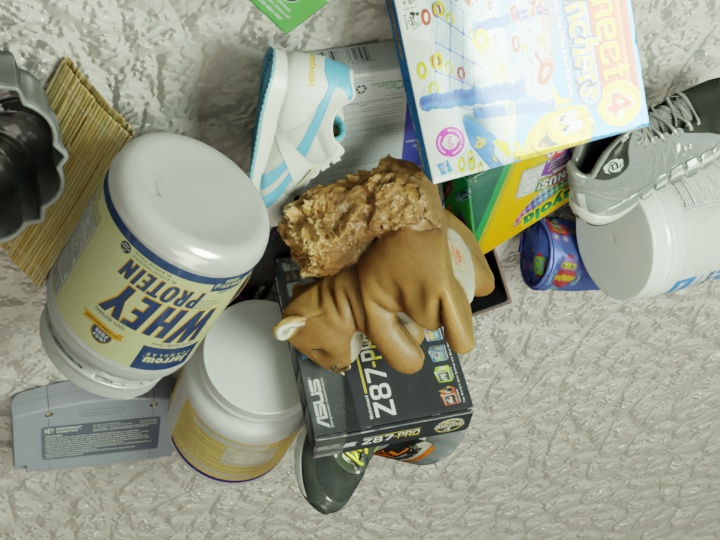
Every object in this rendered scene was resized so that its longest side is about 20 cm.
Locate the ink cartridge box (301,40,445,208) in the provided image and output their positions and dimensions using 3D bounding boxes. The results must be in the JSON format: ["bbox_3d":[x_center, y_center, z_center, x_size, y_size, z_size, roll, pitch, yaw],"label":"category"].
[{"bbox_3d":[0.035,-0.129,1.175,0.194,0.047,0.201,-11,143,-11],"label":"ink cartridge box"}]

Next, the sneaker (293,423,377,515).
[{"bbox_3d":[-0.003,0.148,1.249,0.074,0.202,0.084,37,143,-21],"label":"sneaker"}]

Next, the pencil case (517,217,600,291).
[{"bbox_3d":[0.263,-0.018,1.368,0.197,0.087,0.079,1,115,-24],"label":"pencil case"}]

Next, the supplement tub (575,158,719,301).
[{"bbox_3d":[0.338,-0.051,1.287,0.197,0.133,0.133,-14,144,-26],"label":"supplement tub"}]

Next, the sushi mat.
[{"bbox_3d":[-0.269,-0.081,1.083,0.200,0.096,0.012,-49,168,34],"label":"sushi mat"}]

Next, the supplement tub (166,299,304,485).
[{"bbox_3d":[-0.123,0.130,1.315,0.143,0.148,0.200,-2,154,-19],"label":"supplement tub"}]

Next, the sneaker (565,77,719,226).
[{"bbox_3d":[0.272,-0.131,1.147,0.199,0.075,0.116,-38,144,-2],"label":"sneaker"}]

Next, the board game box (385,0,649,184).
[{"bbox_3d":[0.127,-0.196,1.037,0.193,0.056,0.203,-15,108,-3],"label":"board game box"}]

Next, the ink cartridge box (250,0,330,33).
[{"bbox_3d":[-0.028,-0.294,0.914,0.199,0.085,0.146,-33,140,18],"label":"ink cartridge box"}]

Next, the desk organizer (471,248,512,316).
[{"bbox_3d":[0.057,0.019,1.334,0.197,0.078,0.072,-20,142,3],"label":"desk organizer"}]

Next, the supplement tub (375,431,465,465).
[{"bbox_3d":[0.026,0.151,1.432,0.122,0.124,0.199,-39,144,25],"label":"supplement tub"}]

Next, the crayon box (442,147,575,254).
[{"bbox_3d":[0.170,-0.113,1.186,0.198,0.058,0.120,-32,146,-13],"label":"crayon box"}]

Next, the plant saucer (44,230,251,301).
[{"bbox_3d":[-0.199,-0.012,1.177,0.197,0.032,0.202,-11,142,-8],"label":"plant saucer"}]

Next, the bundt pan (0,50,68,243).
[{"bbox_3d":[-0.339,-0.112,1.013,0.198,0.077,0.204,-7,139,-6],"label":"bundt pan"}]

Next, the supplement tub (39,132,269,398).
[{"bbox_3d":[-0.180,0.000,1.059,0.143,0.146,0.201,12,132,-33],"label":"supplement tub"}]

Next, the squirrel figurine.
[{"bbox_3d":[0.000,0.000,1.132,0.184,0.142,0.202,-18,115,23],"label":"squirrel figurine"}]

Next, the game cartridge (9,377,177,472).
[{"bbox_3d":[-0.297,0.173,1.420,0.197,0.042,0.134,-4,136,-17],"label":"game cartridge"}]

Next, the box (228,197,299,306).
[{"bbox_3d":[-0.162,-0.028,1.227,0.197,0.036,0.144,7,136,-30],"label":"box"}]

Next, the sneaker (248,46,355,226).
[{"bbox_3d":[-0.056,-0.105,1.085,0.079,0.078,0.201,6,145,-9],"label":"sneaker"}]

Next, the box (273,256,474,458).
[{"bbox_3d":[0.010,0.072,1.227,0.158,0.203,0.049,-9,151,-10],"label":"box"}]
